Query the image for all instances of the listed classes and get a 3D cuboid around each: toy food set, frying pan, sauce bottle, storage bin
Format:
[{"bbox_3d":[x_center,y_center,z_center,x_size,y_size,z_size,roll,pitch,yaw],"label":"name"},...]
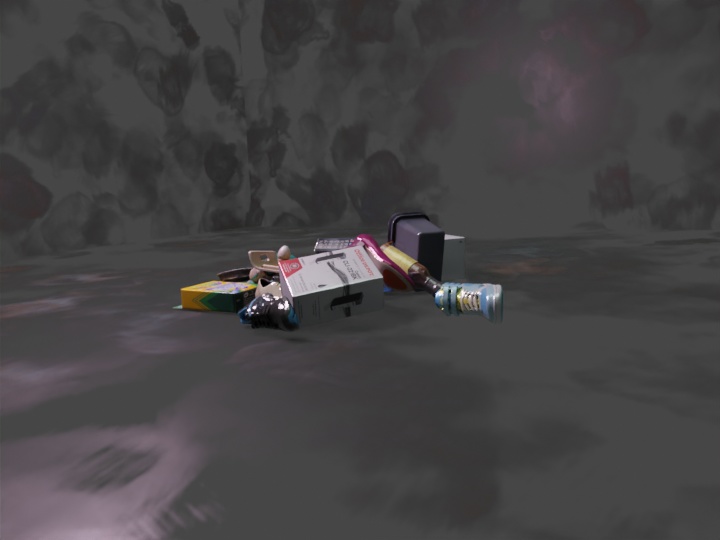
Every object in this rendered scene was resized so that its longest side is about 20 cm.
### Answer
[{"bbox_3d":[-0.148,-0.024,1.426,0.197,0.062,0.143,7,3,17],"label":"toy food set"},{"bbox_3d":[-0.309,0.015,1.592,0.113,0.031,0.190,-10,-7,9],"label":"frying pan"},{"bbox_3d":[0.124,0.004,1.486,0.199,0.067,0.065,34,28,32],"label":"sauce bottle"},{"bbox_3d":[0.145,-0.041,1.577,0.143,0.204,0.134,-5,18,-23],"label":"storage bin"}]

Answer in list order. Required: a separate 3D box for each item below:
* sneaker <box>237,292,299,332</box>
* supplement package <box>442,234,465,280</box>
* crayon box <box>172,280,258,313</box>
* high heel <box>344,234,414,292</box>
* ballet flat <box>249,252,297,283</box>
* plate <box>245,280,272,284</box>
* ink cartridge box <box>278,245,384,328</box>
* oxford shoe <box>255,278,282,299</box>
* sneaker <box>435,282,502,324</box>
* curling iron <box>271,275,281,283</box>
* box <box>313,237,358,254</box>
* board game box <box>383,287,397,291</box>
[{"bbox_3d":[-0.184,0.096,1.198,0.081,0.074,0.199,-25,12,-24],"label":"sneaker"},{"bbox_3d":[0.211,-0.043,1.766,0.118,0.124,0.200,-5,8,-21],"label":"supplement package"},{"bbox_3d":[-0.347,0.063,1.464,0.197,0.053,0.125,2,9,27],"label":"crayon box"},{"bbox_3d":[0.062,-0.025,1.395,0.199,0.068,0.096,35,46,20],"label":"high heel"},{"bbox_3d":[-0.230,-0.003,1.559,0.067,0.068,0.199,-40,-10,20],"label":"ballet flat"},{"bbox_3d":[-0.241,0.028,1.638,0.197,0.026,0.200,-11,16,3],"label":"plate"},{"bbox_3d":[-0.062,0.031,1.270,0.197,0.085,0.145,-11,33,-16],"label":"ink cartridge box"},{"bbox_3d":[-0.179,0.060,1.356,0.198,0.075,0.070,7,10,42],"label":"oxford shoe"},{"bbox_3d":[0.219,0.066,1.214,0.128,0.081,0.200,0,-1,4],"label":"sneaker"},{"bbox_3d":[-0.122,0.027,1.374,0.049,0.026,0.198,10,5,43],"label":"curling iron"},{"bbox_3d":[-0.020,-0.046,1.823,0.198,0.047,0.158,2,-22,45],"label":"box"},{"bbox_3d":[-0.003,0.064,1.420,0.197,0.040,0.158,-1,2,-24],"label":"board game box"}]
